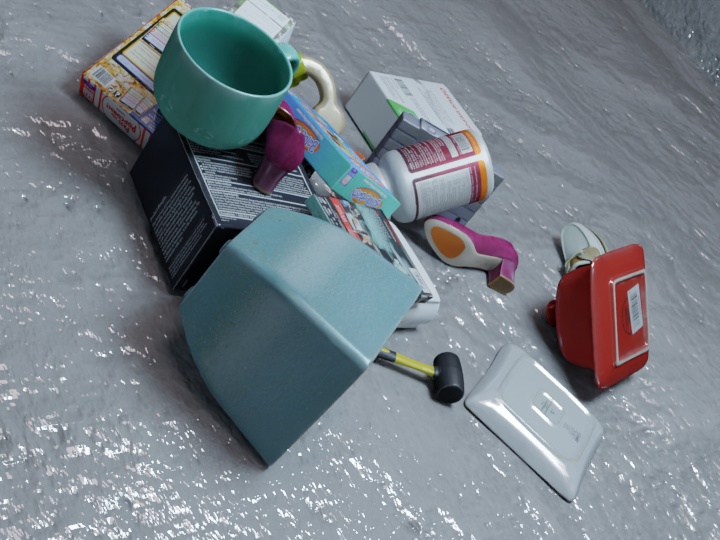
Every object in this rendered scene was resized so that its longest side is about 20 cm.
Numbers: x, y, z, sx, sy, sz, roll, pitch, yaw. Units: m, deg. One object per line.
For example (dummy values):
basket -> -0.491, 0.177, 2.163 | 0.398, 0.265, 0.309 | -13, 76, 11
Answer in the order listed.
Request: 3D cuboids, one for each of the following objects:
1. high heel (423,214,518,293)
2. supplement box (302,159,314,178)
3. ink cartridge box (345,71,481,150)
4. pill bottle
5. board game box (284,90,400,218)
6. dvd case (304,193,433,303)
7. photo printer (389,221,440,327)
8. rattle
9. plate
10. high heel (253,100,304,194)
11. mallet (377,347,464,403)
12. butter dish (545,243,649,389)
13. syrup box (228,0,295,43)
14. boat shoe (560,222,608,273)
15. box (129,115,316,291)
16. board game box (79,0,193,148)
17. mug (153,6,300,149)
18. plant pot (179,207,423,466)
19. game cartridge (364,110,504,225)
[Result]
high heel -> 0.175, -0.050, 1.775 | 0.198, 0.067, 0.097 | 30, 43, -23
supplement box -> -0.162, -0.196, 1.625 | 0.200, 0.061, 0.108 | 46, 33, 9
ink cartridge box -> 0.094, -0.252, 1.930 | 0.198, 0.084, 0.147 | 0, 49, -45
pill bottle -> 0.092, -0.136, 1.692 | 0.197, 0.110, 0.111 | -17, 54, -12
board game box -> -0.044, -0.164, 1.570 | 0.201, 0.045, 0.152 | 50, 10, 32
dvd case -> 0.015, -0.025, 1.443 | 0.147, 0.022, 0.199 | 59, 22, 16
photo printer -> 0.000, 0.000, 1.534 | 0.198, 0.070, 0.168 | 4, 46, -47
rattle -> -0.090, -0.241, 1.783 | 0.200, 0.142, 0.131 | 44, 62, -20
plate -> 0.257, 0.202, 1.593 | 0.200, 0.032, 0.199 | 43, 32, 4
high heel -> -0.090, -0.183, 1.422 | 0.067, 0.096, 0.202 | 25, 34, -22
mallet -> 0.051, 0.111, 1.495 | 0.197, 0.041, 0.066 | 26, 36, -14
butter dish -> 0.360, 0.068, 1.769 | 0.198, 0.146, 0.204 | -13, 101, -51
syrup box -> -0.177, -0.274, 1.502 | 0.078, 0.082, 0.201 | 36, 61, 0
boat shoe -> 0.389, -0.007, 1.940 | 0.068, 0.075, 0.202 | 17, 39, -40
box -> -0.159, -0.078, 1.425 | 0.198, 0.124, 0.200 | 8, 45, -42
board game box -> -0.260, -0.264, 1.542 | 0.151, 0.046, 0.200 | 41, 59, 4
mug -> -0.159, -0.218, 1.364 | 0.182, 0.115, 0.154 | 14, 44, -29
plant pot -> -0.085, 0.051, 1.263 | 0.200, 0.197, 0.196 | 42, 32, -2
game cartridge -> 0.118, -0.160, 1.800 | 0.198, 0.130, 0.039 | 28, 32, -18
